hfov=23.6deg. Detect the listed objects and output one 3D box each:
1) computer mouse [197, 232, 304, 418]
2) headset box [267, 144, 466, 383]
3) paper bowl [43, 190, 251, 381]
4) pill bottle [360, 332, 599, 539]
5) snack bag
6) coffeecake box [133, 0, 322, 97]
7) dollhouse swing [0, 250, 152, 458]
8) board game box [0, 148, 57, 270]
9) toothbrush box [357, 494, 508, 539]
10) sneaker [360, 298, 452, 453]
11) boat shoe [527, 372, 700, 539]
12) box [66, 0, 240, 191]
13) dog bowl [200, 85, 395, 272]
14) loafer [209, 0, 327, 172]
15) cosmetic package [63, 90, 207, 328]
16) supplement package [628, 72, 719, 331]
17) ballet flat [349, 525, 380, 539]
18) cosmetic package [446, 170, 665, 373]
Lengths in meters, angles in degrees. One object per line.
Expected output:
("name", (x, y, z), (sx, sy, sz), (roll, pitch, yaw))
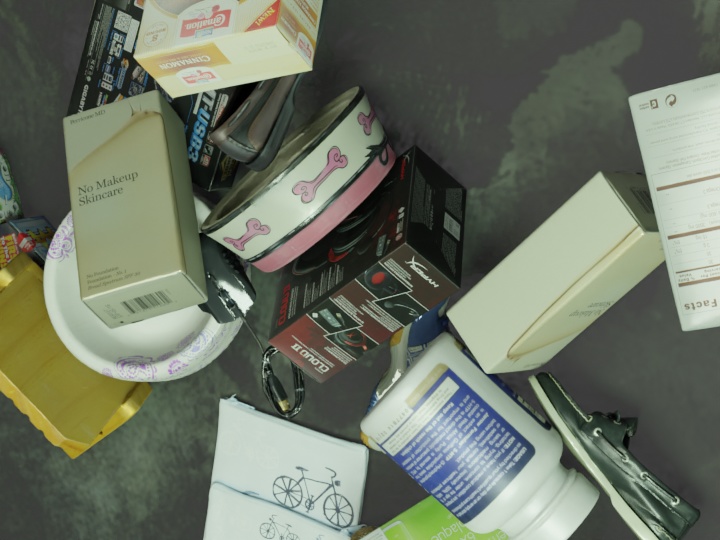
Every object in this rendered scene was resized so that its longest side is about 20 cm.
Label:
("computer mouse", (-0.112, 0.051, 1.634), (0.059, 0.034, 0.200), (-35, 80, 7))
("headset box", (0.000, 0.000, 1.593), (0.075, 0.149, 0.200), (39, 124, -24))
("paper bowl", (-0.207, 0.012, 1.728), (0.200, 0.104, 0.201), (-1, 84, 13))
("pill bottle", (0.110, 0.162, 1.535), (0.200, 0.120, 0.120), (43, 117, 2))
("snack bag", (-0.079, 0.245, 1.761), (0.188, 0.021, 0.200), (17, 106, 28))
("coffeecake box", (-0.113, -0.272, 1.597), (0.153, 0.073, 0.200), (-8, 59, 26))
("dollhouse swing", (-0.348, 0.116, 1.765), (0.200, 0.176, 0.182), (48, 129, -9))
("board game box", (-0.410, -0.039, 1.885), (0.200, 0.062, 0.200), (-15, 91, 31))
("toothbrush box", (0.095, 0.307, 1.586), (0.200, 0.145, 0.086), (58, 157, 10))
("sneaker", (0.068, 0.086, 1.630), (0.088, 0.075, 0.200), (19, 110, 8))
("boat shoe", (0.229, 0.161, 1.542), (0.066, 0.075, 0.199), (-37, 68, 1))
("box", (-0.189, -0.208, 1.732), (0.198, 0.050, 0.200), (26, 110, 24))
("dog bowl", (-0.051, -0.079, 1.597), (0.200, 0.200, 0.074), (-36, 103, 30))
("loafer", (-0.085, -0.191, 1.608), (0.072, 0.063, 0.200), (-24, 45, 59))
("cosmetic package", (-0.213, -0.058, 1.622), (0.103, 0.073, 0.200), (-17, 62, 9))
("supplement package", (0.314, -0.063, 1.420), (0.117, 0.117, 0.200), (-12, 92, 31))
("ballet flat", (0.007, 0.354, 1.696), (0.070, 0.065, 0.200), (-2, 101, -6))
("cosmetic package", (0.183, 0.002, 1.513), (0.200, 0.103, 0.073), (-46, 66, 29))
